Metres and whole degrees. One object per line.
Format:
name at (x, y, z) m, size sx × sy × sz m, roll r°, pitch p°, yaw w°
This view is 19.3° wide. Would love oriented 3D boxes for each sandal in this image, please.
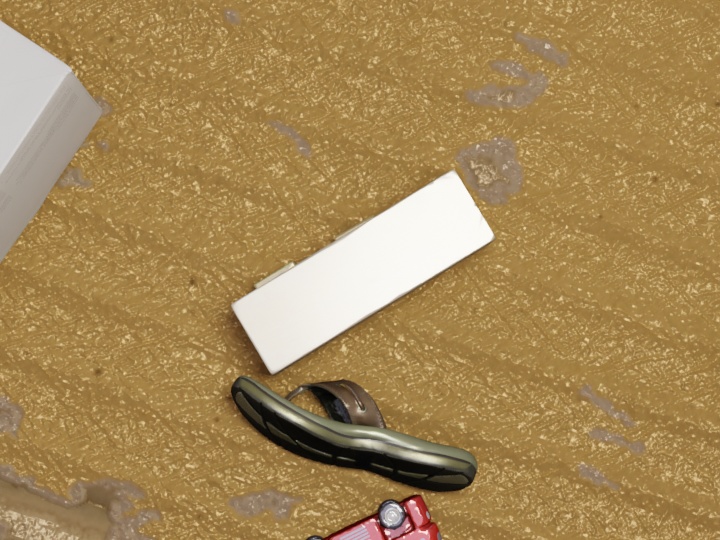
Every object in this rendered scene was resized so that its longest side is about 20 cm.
sandal at (-0.004, 0.118, 1.637) m, size 0.200 × 0.080 × 0.058 m, roll 17°, pitch 70°, yaw -6°

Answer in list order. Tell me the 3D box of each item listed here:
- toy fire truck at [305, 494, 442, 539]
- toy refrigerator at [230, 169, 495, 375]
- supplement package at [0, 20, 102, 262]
toy fire truck at (-0.015, 0.273, 1.634) m, size 0.199 × 0.049 × 0.142 m, roll -25°, pitch 88°, yaw -3°
toy refrigerator at (0.000, 0.000, 1.635) m, size 0.199 × 0.076 × 0.070 m, roll -32°, pitch 88°, yaw -2°
supplement package at (-0.312, -0.096, 1.574) m, size 0.147 × 0.200 × 0.192 m, roll 34°, pitch 87°, yaw 2°
